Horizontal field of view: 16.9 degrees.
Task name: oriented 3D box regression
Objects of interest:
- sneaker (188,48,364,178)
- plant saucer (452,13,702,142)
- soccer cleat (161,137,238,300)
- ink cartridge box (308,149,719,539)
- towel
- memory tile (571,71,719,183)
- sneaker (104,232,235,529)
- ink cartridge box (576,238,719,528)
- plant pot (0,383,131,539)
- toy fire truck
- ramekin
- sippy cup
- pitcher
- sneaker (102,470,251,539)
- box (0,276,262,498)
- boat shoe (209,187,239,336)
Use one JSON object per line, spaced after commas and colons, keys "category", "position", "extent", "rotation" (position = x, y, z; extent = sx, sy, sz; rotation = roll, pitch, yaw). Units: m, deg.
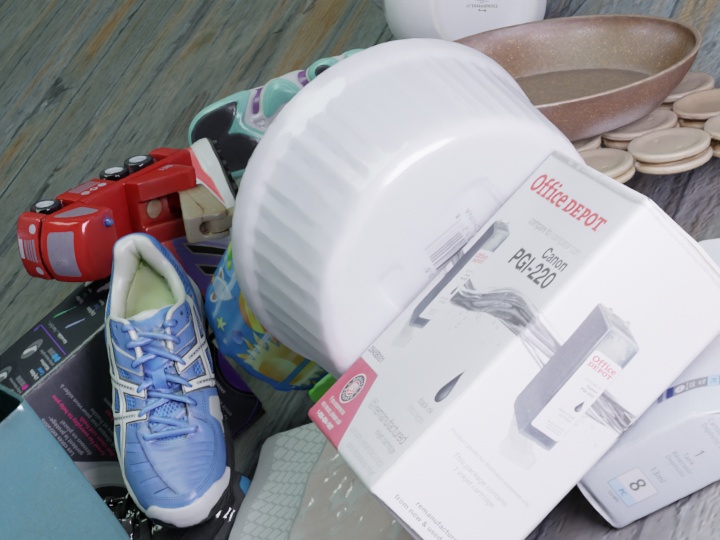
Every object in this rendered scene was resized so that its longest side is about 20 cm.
{"category": "sneaker", "position": [-0.030, -0.130, 1.899], "extent": [0.198, 0.078, 0.140], "rotation": [-11, 7, 11]}
{"category": "plant saucer", "position": [0.113, -0.113, 1.492], "extent": [0.198, 0.037, 0.201], "rotation": [-10, 18, 3]}
{"category": "soccer cleat", "position": [-0.105, -0.009, 1.713], "extent": [0.073, 0.068, 0.201], "rotation": [-23, 50, -1]}
{"category": "ink cartridge box", "position": [0.081, 0.046, 1.236], "extent": [0.200, 0.085, 0.146], "rotation": [-45, 19, -1]}
{"category": "towel", "position": [-0.004, 0.135, 1.390], "extent": [0.190, 0.032, 0.201], "rotation": [-25, 26, 33]}
{"category": "memory tile", "position": [0.160, -0.090, 1.488], "extent": [0.152, 0.017, 0.200], "rotation": [-16, 21, -13]}
{"category": "sneaker", "position": [-0.126, 0.067, 1.483], "extent": [0.075, 0.077, 0.201], "rotation": [-17, 54, 2]}
{"category": "ink cartridge box", "position": [0.203, 0.029, 1.234], "extent": [0.199, 0.047, 0.161], "rotation": [-31, 22, 26]}
{"category": "plant pot", "position": [-0.198, 0.180, 1.385], "extent": [0.141, 0.200, 0.141], "rotation": [-45, 22, -12]}
{"category": "toy fire truck", "position": [-0.117, -0.041, 1.629], "extent": [0.140, 0.049, 0.199], "rotation": [8, 27, 40]}
{"category": "ramekin", "position": [0.038, -0.018, 1.340], "extent": [0.200, 0.201, 0.098], "rotation": [-41, 39, -5]}
{"category": "sippy cup", "position": [-0.028, 0.000, 1.501], "extent": [0.131, 0.139, 0.178], "rotation": [-53, 0, 32]}
{"category": "pitcher", "position": [0.045, -0.215, 1.836], "extent": [0.170, 0.122, 0.200], "rotation": [-3, 14, -12]}
{"category": "sneaker", "position": [-0.158, 0.170, 1.501], "extent": [0.199, 0.082, 0.073], "rotation": [-30, 20, 18]}
{"category": "box", "position": [-0.185, 0.101, 1.625], "extent": [0.200, 0.123, 0.106], "rotation": [-41, 21, -7]}
{"category": "boat shoe", "position": [-0.087, -0.027, 1.797], "extent": [0.200, 0.065, 0.072], "rotation": [-43, 22, -11]}
